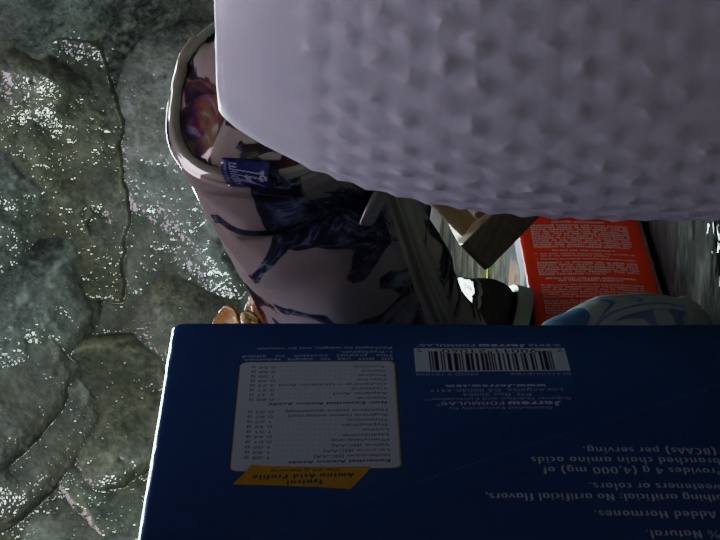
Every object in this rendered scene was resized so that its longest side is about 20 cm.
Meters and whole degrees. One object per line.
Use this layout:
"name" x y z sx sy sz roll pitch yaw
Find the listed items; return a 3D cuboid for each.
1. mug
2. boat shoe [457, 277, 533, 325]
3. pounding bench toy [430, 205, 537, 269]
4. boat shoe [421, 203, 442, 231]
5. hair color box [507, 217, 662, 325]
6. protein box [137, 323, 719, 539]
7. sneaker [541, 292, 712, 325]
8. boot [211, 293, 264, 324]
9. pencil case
"mug" 0.047 -0.099 0.708 0.200 0.174 0.149 92 178 -66
"boat shoe" 0.010 0.050 1.114 0.201 0.060 0.072 -43 24 56
"pounding bench toy" 0.033 -0.101 0.938 0.124 0.156 0.200 -45 6 4
"boat shoe" 0.017 -0.102 1.277 0.075 0.061 0.201 -91 -2 -51
"hair color box" 0.098 0.049 1.099 0.200 0.061 0.102 -90 1 -68
"protein box" 0.033 0.112 0.785 0.200 0.197 0.136 -92 2 -71
"sneaker" 0.095 0.101 0.967 0.072 0.072 0.201 -96 4 -66
"boot" -0.021 0.087 1.072 0.071 0.144 0.202 -20 -27 -51
"pencil case" 0.000 0.000 0.897 0.089 0.078 0.200 31 157 39
